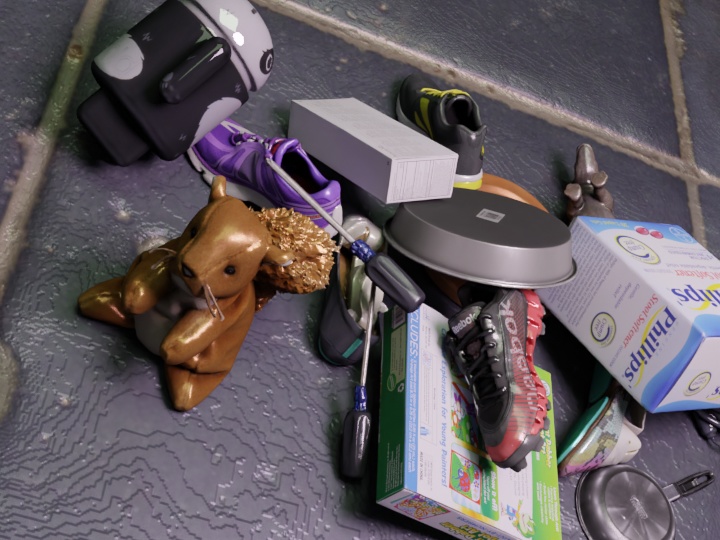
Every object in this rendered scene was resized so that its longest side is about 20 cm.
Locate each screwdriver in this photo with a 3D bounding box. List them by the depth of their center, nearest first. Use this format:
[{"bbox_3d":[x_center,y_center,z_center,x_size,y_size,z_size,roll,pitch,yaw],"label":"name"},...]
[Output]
[{"bbox_3d":[0.000,0.089,1.006,0.029,0.028,0.202,0,77,7],"label":"screwdriver"},{"bbox_3d":[-0.019,-0.035,1.007,0.200,0.028,0.029,42,30,7],"label":"screwdriver"}]

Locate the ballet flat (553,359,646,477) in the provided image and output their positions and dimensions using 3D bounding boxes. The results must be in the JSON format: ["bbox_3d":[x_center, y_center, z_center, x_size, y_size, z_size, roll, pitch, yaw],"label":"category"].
[{"bbox_3d":[0.257,0.151,1.123,0.071,0.069,0.200,39,42,-1],"label":"ballet flat"}]

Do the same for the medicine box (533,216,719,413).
[{"bbox_3d":[0.317,0.044,1.142,0.181,0.104,0.200,2,34,-39],"label":"medicine box"}]

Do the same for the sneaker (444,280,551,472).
[{"bbox_3d":[0.120,0.085,0.996,0.097,0.071,0.202,31,42,-27],"label":"sneaker"}]

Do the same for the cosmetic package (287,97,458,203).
[{"bbox_3d":[0.007,-0.127,1.135,0.082,0.051,0.200,-5,26,-33],"label":"cosmetic package"}]

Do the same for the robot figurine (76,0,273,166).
[{"bbox_3d":[-0.176,-0.186,1.062,0.200,0.125,0.150,-41,55,-8],"label":"robot figurine"}]

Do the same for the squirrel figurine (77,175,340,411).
[{"bbox_3d":[-0.117,-0.006,0.950,0.142,0.187,0.199,48,49,12],"label":"squirrel figurine"}]

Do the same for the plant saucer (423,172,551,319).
[{"bbox_3d":[0.151,-0.034,1.219,0.198,0.038,0.202,15,51,-19],"label":"plant saucer"}]

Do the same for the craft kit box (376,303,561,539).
[{"bbox_3d":[0.103,0.150,1.021,0.196,0.048,0.202,27,47,-27],"label":"craft kit box"}]

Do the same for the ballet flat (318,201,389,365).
[{"bbox_3d":[0.000,0.000,1.089,0.072,0.073,0.202,18,50,-16],"label":"ballet flat"}]

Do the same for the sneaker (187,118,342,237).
[{"bbox_3d":[-0.091,-0.111,1.097,0.199,0.084,0.081,34,48,20],"label":"sneaker"}]

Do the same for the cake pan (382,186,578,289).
[{"bbox_3d":[0.122,-0.038,1.088,0.198,0.037,0.201,10,21,-4],"label":"cake pan"}]

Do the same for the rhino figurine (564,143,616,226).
[{"bbox_3d":[0.269,-0.072,1.286,0.059,0.088,0.202,-9,51,13],"label":"rhino figurine"}]

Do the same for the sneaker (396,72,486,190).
[{"bbox_3d":[0.100,-0.174,1.241,0.074,0.085,0.201,-2,42,-22],"label":"sneaker"}]

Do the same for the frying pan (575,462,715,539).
[{"bbox_3d":[0.302,0.245,1.106,0.188,0.031,0.116,7,54,-20],"label":"frying pan"}]

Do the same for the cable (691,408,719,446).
[{"bbox_3d":[0.435,0.118,1.262,0.199,0.051,0.164,-17,62,-32],"label":"cable"}]
